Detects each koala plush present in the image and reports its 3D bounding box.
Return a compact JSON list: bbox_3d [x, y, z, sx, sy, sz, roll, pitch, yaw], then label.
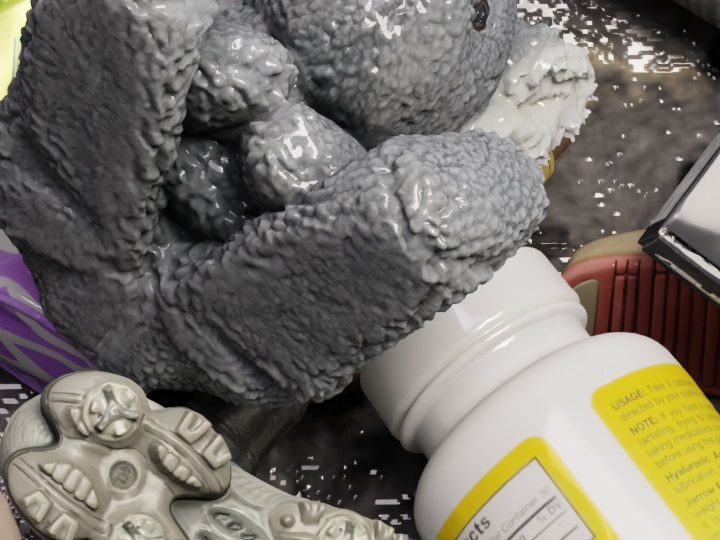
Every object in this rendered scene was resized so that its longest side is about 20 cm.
[{"bbox_3d":[-0.016,-0.065,1.008,0.177,0.184,0.200,40,50,0],"label":"koala plush"}]

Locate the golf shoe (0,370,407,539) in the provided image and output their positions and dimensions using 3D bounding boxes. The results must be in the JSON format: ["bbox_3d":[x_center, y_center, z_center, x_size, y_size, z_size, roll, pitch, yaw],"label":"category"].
[{"bbox_3d":[-0.042,0.106,1.029,0.200,0.097,0.078,41,74,-12],"label":"golf shoe"}]

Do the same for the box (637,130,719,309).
[{"bbox_3d":[0.219,-0.041,1.028,0.161,0.049,0.200,38,83,-2],"label":"box"}]

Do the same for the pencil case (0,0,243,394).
[{"bbox_3d":[-0.068,-0.038,1.097,0.085,0.084,0.200,39,70,-9],"label":"pencil case"}]

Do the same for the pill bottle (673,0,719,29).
[{"bbox_3d":[0.134,-0.162,1.133,0.200,0.114,0.114,33,69,14],"label":"pill bottle"}]

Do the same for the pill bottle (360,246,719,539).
[{"bbox_3d":[0.088,0.092,1.014,0.111,0.111,0.200,-31,69,-14],"label":"pill bottle"}]

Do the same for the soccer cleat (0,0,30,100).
[{"bbox_3d":[-0.150,-0.047,1.119,0.084,0.065,0.200,49,66,-11],"label":"soccer cleat"}]

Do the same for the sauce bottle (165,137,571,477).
[{"bbox_3d":[0.000,0.000,1.086,0.065,0.065,0.200,35,71,15],"label":"sauce bottle"}]

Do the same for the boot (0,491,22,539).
[{"bbox_3d":[-0.190,0.098,1.022,0.070,0.200,0.146,-37,105,-36],"label":"boot"}]

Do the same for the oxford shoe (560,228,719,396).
[{"bbox_3d":[0.169,-0.001,1.092,0.199,0.071,0.075,1,46,-4],"label":"oxford shoe"}]
